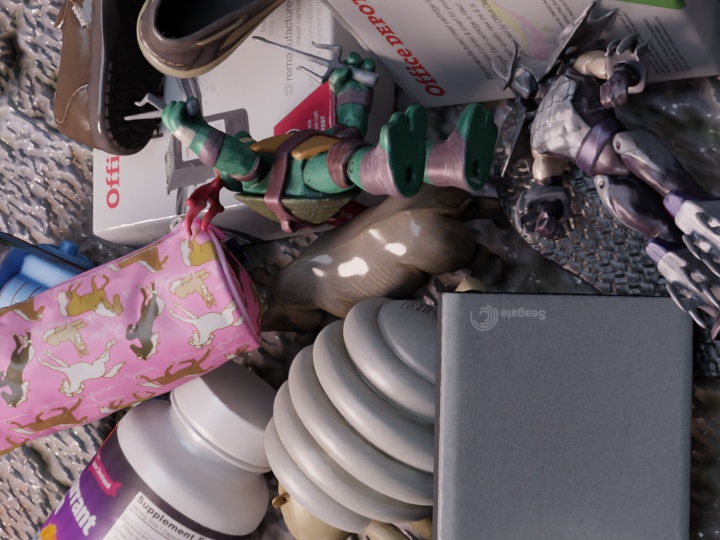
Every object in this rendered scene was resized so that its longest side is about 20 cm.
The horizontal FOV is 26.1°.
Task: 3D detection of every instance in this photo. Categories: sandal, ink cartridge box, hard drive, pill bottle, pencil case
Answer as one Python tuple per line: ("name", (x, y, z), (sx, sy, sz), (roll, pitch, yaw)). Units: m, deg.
("sandal", (0.153, -0.017, 0.900), (0.200, 0.045, 0.075), (47, 112, 15))
("ink cartridge box", (0.095, -0.171, 0.891), (0.199, 0.145, 0.085), (-3, 63, 32))
("hard drive", (0.109, 0.112, 0.845), (0.138, 0.033, 0.202), (1, 89, -6))
("pill bottle", (-0.129, 0.155, 0.999), (0.111, 0.111, 0.200), (45, 105, 30))
("ink cartridge box", (-0.080, -0.098, 1.032), (0.199, 0.083, 0.146), (-9, 77, 30))
("pencil case", (-0.159, 0.040, 0.943), (0.199, 0.083, 0.087), (-24, 51, 6))

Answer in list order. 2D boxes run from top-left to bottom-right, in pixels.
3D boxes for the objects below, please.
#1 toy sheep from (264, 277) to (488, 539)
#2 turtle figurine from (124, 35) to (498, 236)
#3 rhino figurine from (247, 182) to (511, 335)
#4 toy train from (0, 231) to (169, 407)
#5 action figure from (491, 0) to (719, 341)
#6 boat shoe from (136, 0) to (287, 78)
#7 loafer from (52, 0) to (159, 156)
("toy sheep", (0.017, 0.085, 0.912), (0.138, 0.138, 0.200), (47, 111, 30))
("turtle figurine", (-0.030, -0.073, 0.892), (0.199, 0.149, 0.101), (8, 118, 38))
("rhino figurine", (0.000, 0.000, 0.960), (0.199, 0.087, 0.060), (-26, 64, 35))
("toy train", (-0.202, 0.032, 1.067), (0.199, 0.114, 0.087), (23, 94, 34))
("action figure", (0.139, -0.056, 0.826), (0.200, 0.069, 0.131), (45, 142, 24))
("boat shoe", (-0.053, -0.194, 0.926), (0.074, 0.073, 0.200), (40, 88, -6))
("loafer", (-0.170, -0.174, 1.011), (0.071, 0.073, 0.202), (0, 78, 32))
